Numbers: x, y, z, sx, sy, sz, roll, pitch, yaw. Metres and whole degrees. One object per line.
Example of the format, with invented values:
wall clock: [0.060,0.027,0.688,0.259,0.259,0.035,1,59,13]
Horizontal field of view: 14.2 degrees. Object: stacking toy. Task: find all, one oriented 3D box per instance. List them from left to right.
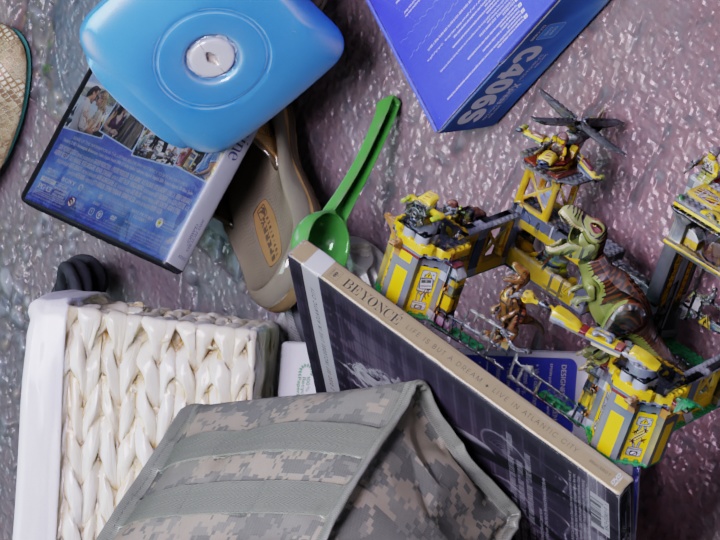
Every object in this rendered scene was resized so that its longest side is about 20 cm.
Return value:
stacking toy: [-0.093,-0.168,1.553,0.110,0.116,0.200,-37,36,16]

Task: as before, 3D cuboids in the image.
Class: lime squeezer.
lime squeezer: [0.000,0.000,1.498,0.038,0.071,0.200,66,-167,-48]

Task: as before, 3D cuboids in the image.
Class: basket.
basket: [-0.112,0.115,1.529,0.136,0.123,0.200,-19,-66,-86]

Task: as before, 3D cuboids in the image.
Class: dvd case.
dvd case: [-0.099,-0.106,1.597,0.143,0.018,0.200,23,84,47]
dvd case: [0.050,0.078,1.379,0.200,0.016,0.149,35,159,22]

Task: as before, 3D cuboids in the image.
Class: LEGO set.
LEGO set: [0.113,-0.012,1.343,0.200,0.154,0.116,39,125,34]

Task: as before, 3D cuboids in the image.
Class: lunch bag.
lunch bag: [-0.050,0.157,1.354,0.164,0.200,0.118,-8,128,44]

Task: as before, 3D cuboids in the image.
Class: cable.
cable: [-0.168,0.071,1.720,0.200,0.051,0.163,162,115,-84]

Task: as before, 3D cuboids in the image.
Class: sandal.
sandal: [-0.072,-0.058,1.599,0.080,0.054,0.200,-57,35,32]

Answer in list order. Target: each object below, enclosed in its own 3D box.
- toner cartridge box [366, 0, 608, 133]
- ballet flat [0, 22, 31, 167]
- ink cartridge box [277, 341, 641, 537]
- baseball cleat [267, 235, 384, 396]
toner cartridge box: [0.083,-0.163,1.429,0.200,0.043,0.095,-47,63,44]
ballet flat: [-0.267,-0.070,1.845,0.071,0.065,0.200,47,130,34]
ink cartridge box: [0.051,0.087,1.470,0.200,0.037,0.095,1,81,24]
baseball cleat: [0.004,0.084,1.564,0.106,0.070,0.200,-38,59,53]
